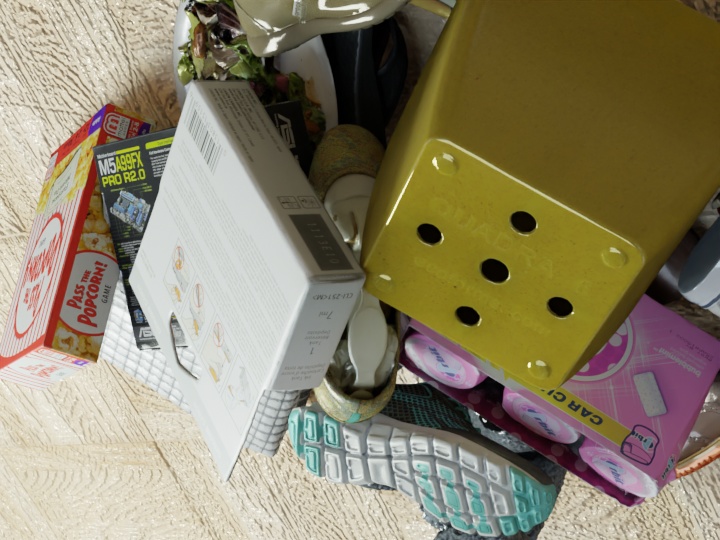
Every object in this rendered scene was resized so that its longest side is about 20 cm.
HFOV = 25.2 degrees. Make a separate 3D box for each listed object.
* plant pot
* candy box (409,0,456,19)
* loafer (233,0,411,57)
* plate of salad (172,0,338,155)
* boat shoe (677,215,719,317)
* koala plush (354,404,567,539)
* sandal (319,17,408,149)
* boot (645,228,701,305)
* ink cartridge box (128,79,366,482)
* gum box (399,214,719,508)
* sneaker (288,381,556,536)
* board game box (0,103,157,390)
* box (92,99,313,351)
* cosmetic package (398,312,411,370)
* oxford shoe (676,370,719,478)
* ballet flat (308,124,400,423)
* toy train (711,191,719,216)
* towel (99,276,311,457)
[{"bbox_3d":[0.107,-0.052,0.959,0.200,0.176,0.200,30,137,3],"label":"plant pot"},{"bbox_3d":[0.077,-0.213,1.011,0.200,0.056,0.117,26,137,17],"label":"candy box"},{"bbox_3d":[-0.018,-0.188,1.004,0.200,0.076,0.067,-17,121,45],"label":"loafer"},{"bbox_3d":[-0.087,-0.128,1.167,0.200,0.048,0.200,27,125,45],"label":"plate of salad"},{"bbox_3d":[0.289,-0.036,0.985,0.086,0.075,0.202,31,118,-10],"label":"boat shoe"},{"bbox_3d":[0.114,0.104,1.205,0.177,0.184,0.200,45,122,19],"label":"koala plush"},{"bbox_3d":[0.004,-0.127,1.127,0.075,0.048,0.201,21,118,59],"label":"sandal"},{"bbox_3d":[0.130,-0.036,1.129,0.186,0.064,0.200,-21,116,48],"label":"boot"},{"bbox_3d":[-0.079,0.005,1.032,0.200,0.044,0.174,59,139,39],"label":"ink cartridge box"},{"bbox_3d":[0.139,0.059,1.082,0.200,0.114,0.066,32,154,8],"label":"gum box"},{"bbox_3d":[0.051,0.113,1.106,0.200,0.091,0.078,18,131,29],"label":"sneaker"},{"bbox_3d":[-0.227,-0.015,1.278,0.046,0.200,0.151,19,160,-23],"label":"board game box"},{"bbox_3d":[-0.104,-0.027,1.150,0.200,0.044,0.160,-7,96,48],"label":"box"},{"bbox_3d":[-0.026,0.000,1.203,0.200,0.107,0.090,14,135,48],"label":"cosmetic package"},{"bbox_3d":[0.250,0.099,1.162,0.200,0.071,0.073,-34,82,44],"label":"oxford shoe"},{"bbox_3d":[0.000,0.000,1.054,0.071,0.071,0.200,-2,84,37],"label":"ballet flat"},{"bbox_3d":[0.258,-0.029,1.057,0.200,0.034,0.046,47,142,-7],"label":"toy train"},{"bbox_3d":[-0.127,0.047,1.368,0.200,0.086,0.166,29,139,9],"label":"towel"}]
